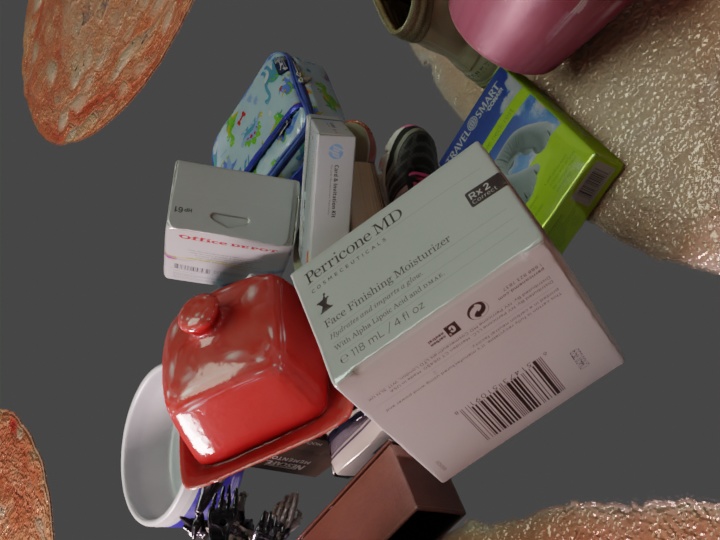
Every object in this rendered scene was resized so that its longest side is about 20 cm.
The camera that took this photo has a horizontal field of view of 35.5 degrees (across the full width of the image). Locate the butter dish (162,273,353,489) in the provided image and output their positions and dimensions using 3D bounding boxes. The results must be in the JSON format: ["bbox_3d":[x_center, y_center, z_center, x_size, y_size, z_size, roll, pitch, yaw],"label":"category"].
[{"bbox_3d":[-0.124,0.080,1.102,0.198,0.148,0.201,-26,40,15],"label":"butter dish"}]

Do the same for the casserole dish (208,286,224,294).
[{"bbox_3d":[-0.173,0.091,1.342,0.200,0.038,0.122,-97,-7,-78],"label":"casserole dish"}]

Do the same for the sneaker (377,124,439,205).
[{"bbox_3d":[0.068,-0.057,1.157,0.087,0.073,0.202,-13,69,48],"label":"sneaker"}]

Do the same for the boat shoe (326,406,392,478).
[{"bbox_3d":[0.026,0.126,1.131,0.200,0.074,0.093,-43,52,35],"label":"boat shoe"}]

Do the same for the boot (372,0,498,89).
[{"bbox_3d":[0.082,-0.297,1.163,0.072,0.154,0.202,-33,50,42],"label":"boot"}]

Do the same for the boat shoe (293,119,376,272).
[{"bbox_3d":[-0.027,-0.074,1.298,0.063,0.070,0.202,-50,-26,-80],"label":"boat shoe"}]

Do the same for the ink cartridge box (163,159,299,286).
[{"bbox_3d":[-0.155,-0.047,1.322,0.200,0.143,0.086,124,153,-72],"label":"ink cartridge box"}]

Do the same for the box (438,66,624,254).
[{"bbox_3d":[0.154,-0.108,1.083,0.122,0.047,0.200,-57,39,20],"label":"box"}]

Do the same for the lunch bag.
[{"bbox_3d":[-0.107,-0.162,1.427,0.200,0.082,0.162,-47,45,32],"label":"lunch bag"}]

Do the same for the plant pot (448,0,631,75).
[{"bbox_3d":[0.175,-0.287,1.024,0.179,0.198,0.201,123,144,-47],"label":"plant pot"}]

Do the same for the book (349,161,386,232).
[{"bbox_3d":[0.000,0.000,1.140,0.201,0.048,0.135,-101,16,-51],"label":"book"}]

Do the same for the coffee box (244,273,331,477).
[{"bbox_3d":[-0.086,0.117,1.254,0.080,0.112,0.201,-41,46,36],"label":"coffee box"}]

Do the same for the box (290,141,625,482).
[{"bbox_3d":[0.083,0.040,0.941,0.198,0.200,0.131,-35,45,9],"label":"box"}]

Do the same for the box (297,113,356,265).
[{"bbox_3d":[-0.038,-0.074,1.162,0.200,0.041,0.158,-111,25,-77],"label":"box"}]

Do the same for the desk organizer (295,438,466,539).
[{"bbox_3d":[0.010,0.261,1.104,0.200,0.071,0.077,-51,44,28],"label":"desk organizer"}]

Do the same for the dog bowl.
[{"bbox_3d":[-0.223,0.220,1.412,0.199,0.078,0.202,-21,63,50],"label":"dog bowl"}]

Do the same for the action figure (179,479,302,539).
[{"bbox_3d":[-0.120,0.254,1.160,0.103,0.118,0.200,-65,7,-13],"label":"action figure"}]
